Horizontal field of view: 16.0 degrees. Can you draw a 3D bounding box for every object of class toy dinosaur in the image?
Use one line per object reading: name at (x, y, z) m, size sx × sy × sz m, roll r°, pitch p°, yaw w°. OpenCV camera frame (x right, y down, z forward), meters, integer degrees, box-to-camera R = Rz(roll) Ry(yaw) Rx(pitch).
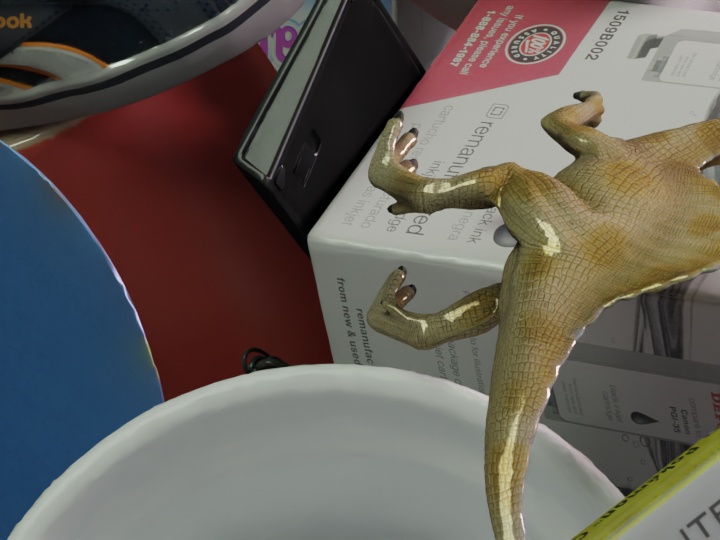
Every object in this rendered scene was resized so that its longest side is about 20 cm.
toy dinosaur at (0.050, -0.005, 0.669) m, size 0.101 × 0.059 × 0.200 m, roll 8°, pitch 39°, yaw 31°

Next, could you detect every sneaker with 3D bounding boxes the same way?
sneaker at (-0.115, -0.091, 0.796) m, size 0.199 × 0.080 × 0.079 m, roll -17°, pitch 38°, yaw 3°

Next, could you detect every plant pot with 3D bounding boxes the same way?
plant pot at (-0.096, -0.015, 0.903) m, size 0.199 × 0.178 × 0.201 m, roll -13°, pitch 40°, yaw 11°

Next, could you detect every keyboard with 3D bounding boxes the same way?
keyboard at (0.000, 0.000, 0.830) m, size 0.020 × 0.200 × 0.128 m, roll 15°, pitch 73°, yaw 25°

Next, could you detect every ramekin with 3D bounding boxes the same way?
ramekin at (-0.007, 0.136, 0.693) m, size 0.199 × 0.098 × 0.202 m, roll -1°, pitch 67°, yaw 2°

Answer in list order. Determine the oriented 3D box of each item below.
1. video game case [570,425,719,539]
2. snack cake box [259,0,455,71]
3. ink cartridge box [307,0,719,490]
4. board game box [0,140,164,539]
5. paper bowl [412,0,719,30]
video game case at (0.146, 0.121, 0.637) m, size 0.180 × 0.201 × 0.025 m, roll -35°, pitch 2°, yaw -17°
snack cake box at (-0.038, -0.100, 1.031) m, size 0.199 × 0.068 × 0.115 m, roll 9°, pitch 19°, yaw 33°
ink cartridge box at (0.107, -0.008, 0.780) m, size 0.199 × 0.083 × 0.147 m, roll 9°, pitch 41°, yaw 26°
board game box at (-0.127, 0.044, 0.797) m, size 0.158 × 0.201 × 0.039 m, roll 43°, pitch 32°, yaw 16°
paper bowl at (0.066, -0.147, 0.865) m, size 0.200 × 0.201 × 0.105 m, roll 14°, pitch 62°, yaw 36°
